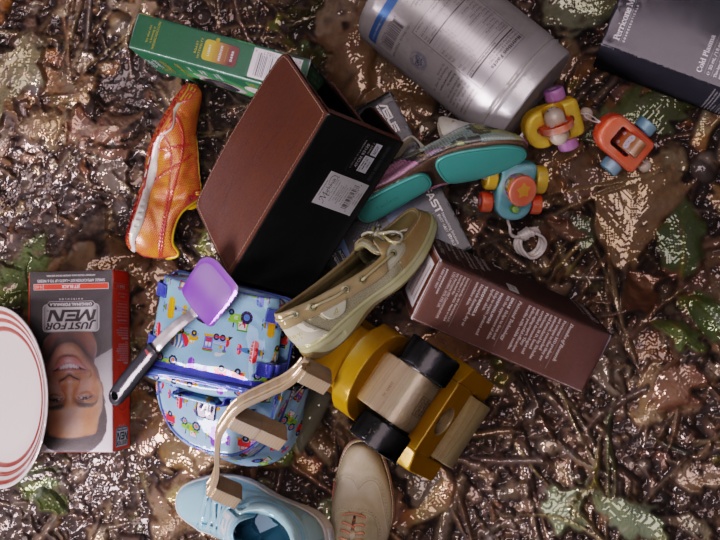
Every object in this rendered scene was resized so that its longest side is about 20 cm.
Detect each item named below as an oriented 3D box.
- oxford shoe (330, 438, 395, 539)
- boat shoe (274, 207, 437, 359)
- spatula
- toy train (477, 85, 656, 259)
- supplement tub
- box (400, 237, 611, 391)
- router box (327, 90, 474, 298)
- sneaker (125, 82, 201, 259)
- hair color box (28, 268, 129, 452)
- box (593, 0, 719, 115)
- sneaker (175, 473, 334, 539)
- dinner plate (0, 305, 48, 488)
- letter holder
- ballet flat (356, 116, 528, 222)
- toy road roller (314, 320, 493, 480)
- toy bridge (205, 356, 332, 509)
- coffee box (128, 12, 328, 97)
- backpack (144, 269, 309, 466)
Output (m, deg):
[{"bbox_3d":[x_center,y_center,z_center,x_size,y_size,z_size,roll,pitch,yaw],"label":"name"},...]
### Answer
[{"bbox_3d":[-0.001,0.283,1.281,0.070,0.074,0.202,1,86,7],"label":"oxford shoe"},{"bbox_3d":[-0.002,0.000,1.209,0.201,0.073,0.063,-45,113,-14],"label":"boat shoe"},{"bbox_3d":[-0.197,0.067,1.211,0.200,0.021,0.057,-46,72,17],"label":"spatula"},{"bbox_3d":[0.221,-0.106,1.267,0.150,0.056,0.200,42,95,-18],"label":"toy train"},{"bbox_3d":[0.108,-0.243,1.274,0.200,0.132,0.132,40,91,6],"label":"supplement tub"},{"bbox_3d":[0.148,0.044,1.233,0.199,0.100,0.075,25,103,-11],"label":"box"},{"bbox_3d":[0.015,-0.073,1.308,0.149,0.062,0.201,-28,84,3],"label":"router box"},{"bbox_3d":[-0.207,-0.111,1.344,0.077,0.073,0.202,14,92,-15],"label":"sneaker"},{"bbox_3d":[-0.314,0.101,1.336,0.101,0.061,0.202,-2,87,6],"label":"hair color box"},{"bbox_3d":[0.369,-0.286,1.260,0.181,0.104,0.201,23,89,6],"label":"box"},{"bbox_3d":[-0.128,0.261,1.270,0.199,0.082,0.075,7,86,29],"label":"sneaker"},{"bbox_3d":[-0.398,0.140,1.323,0.199,0.024,0.202,-3,85,41],"label":"dinner plate"},{"bbox_3d":[-0.071,-0.100,1.231,0.201,0.100,0.142,-57,40,21],"label":"letter holder"},{"bbox_3d":[0.072,-0.116,1.238,0.199,0.069,0.072,-22,58,11],"label":"ballet flat"},{"bbox_3d":[0.036,0.121,1.244,0.146,0.200,0.123,33,87,32],"label":"toy road roller"},{"bbox_3d":[-0.105,0.157,1.200,0.067,0.027,0.200,27,117,-20],"label":"toy bridge"},{"bbox_3d":[-0.142,-0.225,1.307,0.198,0.123,0.044,16,89,9],"label":"coffee box"},{"bbox_3d":[-0.142,0.110,1.274,0.181,0.134,0.202,15,95,19],"label":"backpack"}]
